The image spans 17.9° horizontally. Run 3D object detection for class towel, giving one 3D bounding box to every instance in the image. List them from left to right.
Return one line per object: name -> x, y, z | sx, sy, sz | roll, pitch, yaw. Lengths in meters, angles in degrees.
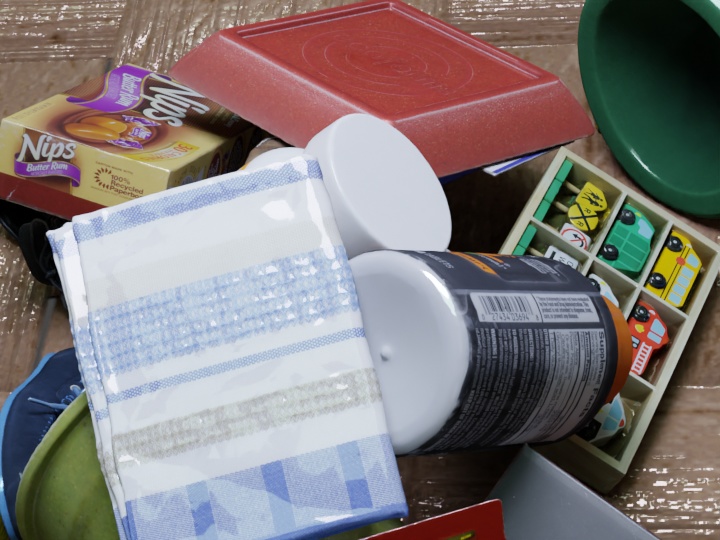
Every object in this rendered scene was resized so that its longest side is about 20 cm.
towel -> -0.067, 0.047, 1.140 | 0.147, 0.024, 0.200 | -16, 70, 3

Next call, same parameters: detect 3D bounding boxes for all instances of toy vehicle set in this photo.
toy vehicle set -> 0.133, 0.026, 1.374 | 0.124, 0.027, 0.200 | 32, 50, 0

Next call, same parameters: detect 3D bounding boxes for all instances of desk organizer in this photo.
desk organizer -> 0.153, 0.180, 1.204 | 0.200, 0.077, 0.072 | 35, 89, 19

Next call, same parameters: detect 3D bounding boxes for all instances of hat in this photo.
hat -> 0.264, -0.136, 1.496 | 0.176, 0.200, 0.166 | -29, 18, -32

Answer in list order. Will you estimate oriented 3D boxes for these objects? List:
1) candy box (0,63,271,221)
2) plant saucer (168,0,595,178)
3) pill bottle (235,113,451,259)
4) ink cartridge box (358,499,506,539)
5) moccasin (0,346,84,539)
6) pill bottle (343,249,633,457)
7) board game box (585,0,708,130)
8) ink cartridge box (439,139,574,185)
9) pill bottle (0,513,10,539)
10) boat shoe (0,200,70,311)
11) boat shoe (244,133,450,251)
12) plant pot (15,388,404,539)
candy box -> -0.141, -0.077, 1.474 | 0.117, 0.057, 0.200 | 18, 21, 13
plant saucer -> 0.016, -0.120, 1.440 | 0.200, 0.037, 0.200 | -16, 36, -42
pill bottle -> -0.051, 0.001, 1.299 | 0.200, 0.116, 0.116 | -35, 30, 33
ink cartridge box -> 0.010, 0.214, 1.098 | 0.160, 0.200, 0.047 | -16, 40, -9
moccasin -> -0.163, 0.088, 1.321 | 0.068, 0.081, 0.200 | -6, 26, 7
pill bottle -> 0.067, 0.044, 1.218 | 0.106, 0.106, 0.200 | 29, 15, 33
board game box -> 0.249, -0.180, 1.521 | 0.200, 0.165, 0.057 | -5, 42, 2
ink cartridge box -> 0.028, -0.094, 1.467 | 0.200, 0.037, 0.095 | 23, 28, 30
pill bottle -> -0.255, 0.109, 1.247 | 0.104, 0.200, 0.104 | -8, 43, 7
boat shoe -> -0.183, -0.013, 1.472 | 0.062, 0.075, 0.200 | -26, 39, -17
boat shoe -> 0.000, 0.000, 1.381 | 0.200, 0.072, 0.072 | 45, 28, 11
plant pot -> -0.050, 0.154, 1.201 | 0.200, 0.200, 0.184 | -26, 56, -19
